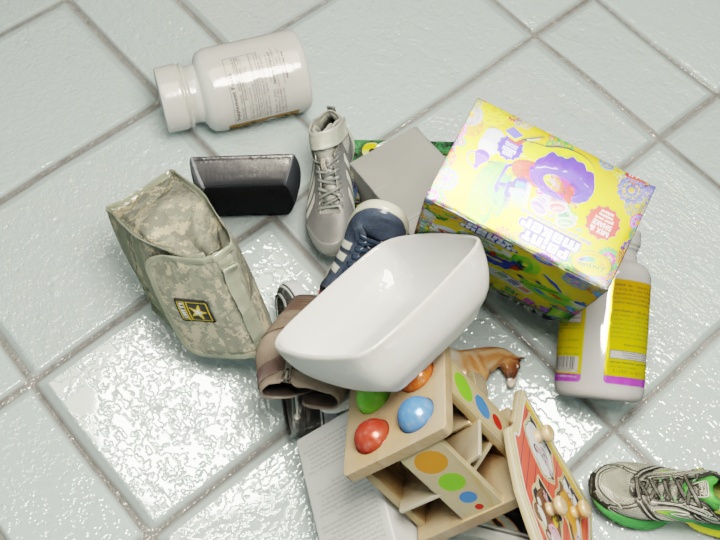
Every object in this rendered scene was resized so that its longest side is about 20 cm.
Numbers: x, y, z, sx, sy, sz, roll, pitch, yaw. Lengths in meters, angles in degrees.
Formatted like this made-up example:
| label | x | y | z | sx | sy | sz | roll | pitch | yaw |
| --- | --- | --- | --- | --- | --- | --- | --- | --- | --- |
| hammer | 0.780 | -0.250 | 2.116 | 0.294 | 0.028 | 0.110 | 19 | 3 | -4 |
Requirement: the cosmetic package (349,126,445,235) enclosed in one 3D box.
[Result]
| label | x | y | z | sx | sy | sz | roll | pitch | yaw |
| --- | --- | --- | --- | --- | --- | --- | --- | --- | --- |
| cosmetic package | 0.081 | -0.078 | 1.283 | 0.107 | 0.090 | 0.200 | -28 | 47 | -8 |

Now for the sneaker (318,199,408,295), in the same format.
| label | x | y | z | sx | sy | sz | roll | pitch | yaw |
| --- | --- | --- | --- | --- | --- | --- | --- | --- | --- |
| sneaker | 0.000 | 0.000 | 1.222 | 0.075 | 0.200 | 0.085 | 21 | 52 | -3 |

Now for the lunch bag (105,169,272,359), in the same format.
| label | x | y | z | sx | sy | sz | roll | pitch | yaw |
| --- | --- | --- | --- | --- | --- | --- | --- | --- | --- |
| lunch bag | -0.190 | 0.004 | 1.203 | 0.117 | 0.164 | 0.200 | -35 | 43 | -20 |

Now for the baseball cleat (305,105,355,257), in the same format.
| label | x | y | z | sx | sy | sz | roll | pitch | yaw |
| --- | --- | --- | --- | --- | --- | --- | --- | --- | --- |
| baseball cleat | -0.045 | -0.120 | 1.321 | 0.069 | 0.107 | 0.201 | -8 | 57 | 10 |

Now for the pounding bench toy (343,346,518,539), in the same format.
| label | x | y | z | sx | sy | sz | roll | pitch | yaw |
| --- | --- | --- | --- | --- | --- | --- | --- | --- | --- |
| pounding bench toy | 0.072 | 0.150 | 1.091 | 0.124 | 0.156 | 0.200 | -30 | 30 | 24 |

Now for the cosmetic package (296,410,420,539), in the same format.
| label | x | y | z | sx | sy | sz | roll | pitch | yaw |
| --- | --- | --- | --- | --- | --- | --- | --- | --- | --- |
| cosmetic package | 0.008 | 0.260 | 1.123 | 0.101 | 0.071 | 0.201 | -33 | 57 | 29 |

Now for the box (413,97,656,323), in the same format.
| label | x | y | z | sx | sy | sz | roll | pitch | yaw |
| --- | --- | --- | --- | --- | --- | --- | --- | --- | --- |
| box | 0.173 | -0.055 | 1.096 | 0.199 | 0.193 | 0.122 | 28 | 79 | 4 |

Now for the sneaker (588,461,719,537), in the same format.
| label | x | y | z | sx | sy | sz | roll | pitch | yaw |
| --- | --- | --- | --- | --- | --- | --- | --- | --- | --- |
| sneaker | 0.356 | 0.246 | 1.160 | 0.199 | 0.085 | 0.078 | 6 | 60 | 2 |

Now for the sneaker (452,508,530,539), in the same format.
| label | x | y | z | sx | sy | sz | roll | pitch | yaw |
| --- | --- | --- | --- | --- | --- | --- | --- | --- | --- |
| sneaker | 0.148 | 0.268 | 1.144 | 0.199 | 0.079 | 0.080 | 15 | 66 | 9 |

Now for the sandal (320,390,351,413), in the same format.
| label | x | y | z | sx | sy | sz | roll | pitch | yaw |
| --- | --- | --- | --- | --- | --- | --- | --- | --- | --- |
| sandal | 0.014 | 0.105 | 1.208 | 0.082 | 0.050 | 0.203 | -5 | 33 | 31 |

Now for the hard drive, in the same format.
| label | x | y | z | sx | sy | sz | roll | pitch | yaw |
| --- | --- | --- | --- | --- | --- | --- | --- | --- | --- |
| hard drive | -0.141 | -0.103 | 1.286 | 0.134 | 0.200 | 0.043 | -2 | 82 | -4 |

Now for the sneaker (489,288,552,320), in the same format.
| label | x | y | z | sx | sy | sz | roll | pitch | yaw |
| --- | --- | --- | --- | --- | --- | --- | --- | --- | --- |
| sneaker | 0.218 | 0.016 | 1.295 | 0.199 | 0.077 | 0.086 | -1 | 64 | -2 |

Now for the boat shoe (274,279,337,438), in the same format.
| label | x | y | z | sx | sy | sz | roll | pitch | yaw |
| --- | --- | --- | --- | --- | --- | --- | --- | --- | --- |
| boat shoe | -0.084 | 0.105 | 1.234 | 0.068 | 0.074 | 0.200 | -5 | 69 | -21 |

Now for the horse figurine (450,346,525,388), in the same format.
| label | x | y | z | sx | sy | sz | roll | pitch | yaw |
| --- | --- | --- | --- | --- | --- | --- | --- | --- | --- |
| horse figurine | 0.090 | 0.128 | 1.238 | 0.199 | 0.050 | 0.133 | 13 | 59 | 7 |

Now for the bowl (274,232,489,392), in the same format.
| label | x | y | z | sx | sy | sz | roll | pitch | yaw |
| --- | --- | --- | --- | --- | --- | --- | --- | --- | --- |
| bowl | 0.028 | 0.049 | 1.056 | 0.200 | 0.200 | 0.075 | -42 | 112 | -24 |

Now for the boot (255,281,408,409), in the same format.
| label | x | y | z | sx | sy | sz | roll | pitch | yaw |
| --- | --- | --- | --- | --- | --- | --- | --- | --- | --- |
| boot | -0.018 | 0.088 | 1.151 | 0.199 | 0.070 | 0.147 | -4 | 44 | 16 |

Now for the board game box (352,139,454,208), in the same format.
| label | x | y | z | sx | sy | sz | roll | pitch | yaw |
| --- | --- | --- | --- | --- | --- | --- | --- | --- | --- |
| board game box | 0.043 | -0.130 | 1.401 | 0.199 | 0.023 | 0.105 | 0 | 58 | -2 |

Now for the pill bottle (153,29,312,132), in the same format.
| label | x | y | z | sx | sy | sz | roll | pitch | yaw |
| --- | --- | --- | --- | --- | --- | --- | --- | --- | --- |
| pill bottle | -0.175 | -0.253 | 1.411 | 0.199 | 0.114 | 0.115 | -15 | 62 | -10 |

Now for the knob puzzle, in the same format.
| label | x | y | z | sx | sy | sz | roll | pitch | yaw |
| --- | --- | --- | --- | --- | --- | --- | --- | --- | --- |
| knob puzzle | 0.206 | 0.240 | 1.071 | 0.030 | 0.220 | 0.220 | -24 | 58 | 22 |

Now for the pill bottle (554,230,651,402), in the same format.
| label | x | y | z | sx | sy | sz | roll | pitch | yaw |
| --- | --- | --- | --- | --- | --- | --- | --- | --- | --- |
| pill bottle | 0.288 | 0.052 | 1.221 | 0.104 | 0.104 | 0.201 | 6 | 84 | 2 |
